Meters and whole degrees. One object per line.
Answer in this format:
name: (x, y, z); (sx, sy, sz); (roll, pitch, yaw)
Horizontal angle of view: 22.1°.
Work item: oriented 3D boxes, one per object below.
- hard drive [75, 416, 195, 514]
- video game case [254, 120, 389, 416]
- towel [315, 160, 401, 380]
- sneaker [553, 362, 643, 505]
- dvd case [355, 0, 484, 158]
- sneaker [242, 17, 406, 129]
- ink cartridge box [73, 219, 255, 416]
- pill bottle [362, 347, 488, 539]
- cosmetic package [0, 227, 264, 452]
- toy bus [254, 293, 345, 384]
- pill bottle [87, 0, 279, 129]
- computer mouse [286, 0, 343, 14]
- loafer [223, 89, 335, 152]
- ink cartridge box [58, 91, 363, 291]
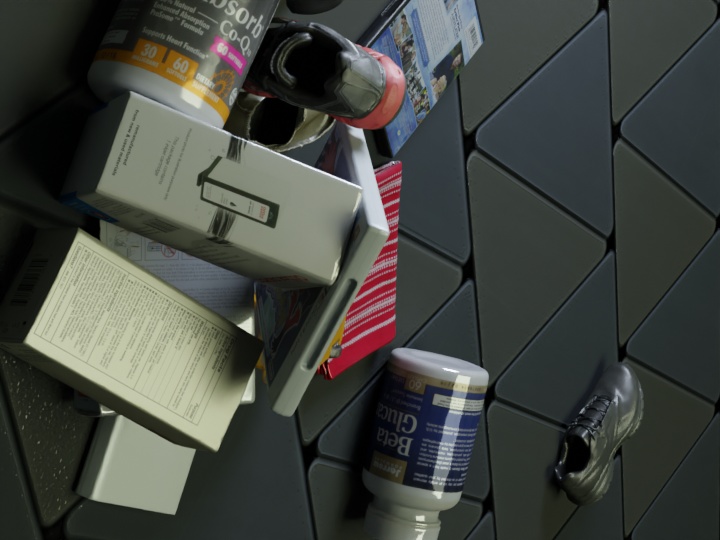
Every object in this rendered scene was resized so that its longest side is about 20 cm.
hard drive: (-0.176, 0.111, 1.633); (0.132, 0.026, 0.200); (25, 82, -60)
video game case: (-0.036, -0.008, 1.505); (0.182, 0.023, 0.200); (-62, -161, 24)
towel: (0.000, 0.000, 1.882); (0.145, 0.022, 0.200); (-28, 127, -53)
sneaker: (0.317, 0.212, 2.468); (0.091, 0.076, 0.200); (40, 67, -50)
dvd case: (0.062, -0.231, 1.882); (0.200, 0.018, 0.143); (-52, 143, -32)
sneaker: (-0.060, -0.175, 1.523); (0.098, 0.200, 0.071); (20, 92, -56)
ink cartridge box: (-0.166, 0.019, 1.562); (0.162, 0.050, 0.201); (-1, 89, -40)
pill bottle: (0.064, 0.192, 1.989); (0.111, 0.111, 0.200); (6, 98, -60)
cosmetic package: (-0.185, 0.056, 1.471); (0.200, 0.071, 0.105); (36, 71, -32)
toy bus: (-0.060, 0.049, 1.691); (0.200, 0.078, 0.065); (-37, 139, -71)
pill bottle: (-0.129, -0.213, 1.472); (0.116, 0.116, 0.200); (42, 67, -57)
computer mouse: (-0.026, -0.278, 1.579); (0.200, 0.053, 0.139); (-82, -176, -63)
loafer: (-0.074, -0.133, 1.646); (0.200, 0.070, 0.075); (-19, 119, -55)
ink cartridge box: (-0.118, -0.058, 1.440); (0.200, 0.146, 0.084); (21, 81, -19)
